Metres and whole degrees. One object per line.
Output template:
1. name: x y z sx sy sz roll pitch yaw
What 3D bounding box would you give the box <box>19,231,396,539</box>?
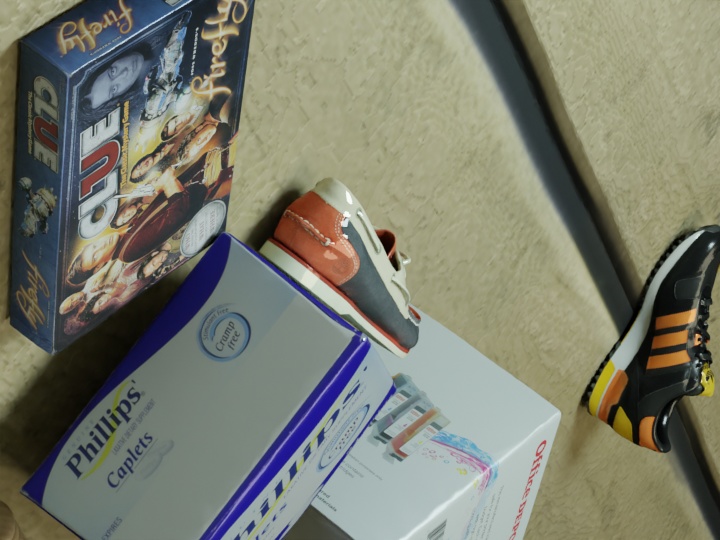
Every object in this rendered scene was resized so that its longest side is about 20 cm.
1. box: -0.080 0.095 1.483 0.184 0.105 0.200 -52 168 -5

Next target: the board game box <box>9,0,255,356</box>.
1. board game box: -0.117 -0.064 1.318 0.135 0.035 0.201 -37 152 -35

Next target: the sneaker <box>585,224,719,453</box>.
1. sneaker: 0.273 0.060 2.173 0.070 0.090 0.201 -7 130 -60

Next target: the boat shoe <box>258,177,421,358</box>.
1. boat shoe: 0.000 0.000 1.597 0.063 0.071 0.200 -55 153 -3

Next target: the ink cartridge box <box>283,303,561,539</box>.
1. ink cartridge box: 0.010 0.149 1.720 0.200 0.144 0.146 -33 149 -39

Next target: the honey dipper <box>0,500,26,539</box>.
1. honey dipper: -0.214 0.113 1.378 0.038 0.038 0.200 -45 154 -19
